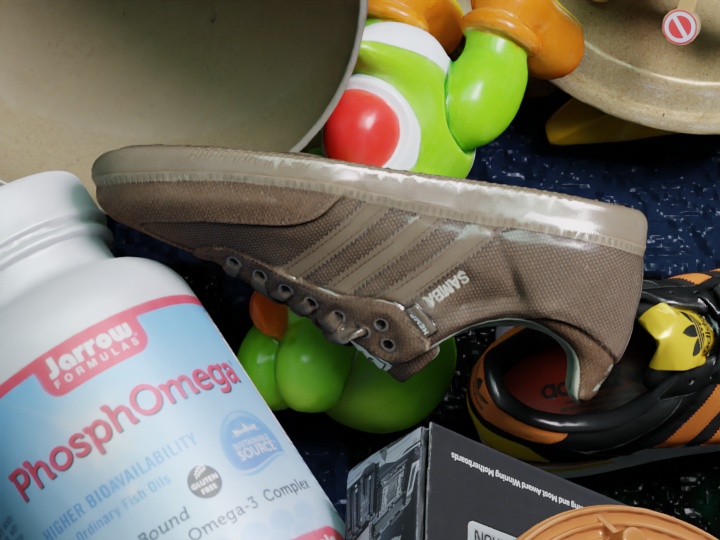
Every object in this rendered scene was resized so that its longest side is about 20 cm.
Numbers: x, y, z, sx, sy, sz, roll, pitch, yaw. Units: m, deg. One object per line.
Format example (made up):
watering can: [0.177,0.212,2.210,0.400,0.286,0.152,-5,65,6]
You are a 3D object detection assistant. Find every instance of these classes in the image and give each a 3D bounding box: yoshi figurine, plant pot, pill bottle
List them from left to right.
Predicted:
pill bottle: [-0.084,0.068,0.972,0.109,0.109,0.200,-29,76,-22]
plant pot: [-0.087,-0.141,1.024,0.200,0.200,0.134,13,34,1]
yoshi figurine: [0.016,-0.020,1.065,0.112,0.112,0.200,29,67,-8]

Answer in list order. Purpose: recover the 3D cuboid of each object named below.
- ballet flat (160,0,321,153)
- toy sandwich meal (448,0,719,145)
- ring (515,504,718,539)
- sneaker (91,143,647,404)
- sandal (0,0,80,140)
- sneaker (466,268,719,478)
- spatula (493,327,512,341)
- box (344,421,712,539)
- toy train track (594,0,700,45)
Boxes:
ballet flat: [-0.093,-0.109,1.127,0.200,0.063,0.069,24,59,8]
toy sandwich meal: [0.124,-0.126,1.163,0.205,0.070,0.205,4,60,-7]
ring: [0.111,0.171,0.902,0.200,0.019,0.201,21,54,-33]
sneaker: [0.000,0.000,0.963,0.200,0.070,0.076,8,91,2]
sandal: [-0.143,-0.008,1.068,0.082,0.050,0.203,11,69,-18]
sneaker: [0.137,0.031,1.022,0.200,0.090,0.070,-15,77,5]
spatula: [0.151,0.047,1.082,0.200,0.021,0.057,15,59,3]
box: [0.083,0.160,0.933,0.200,0.050,0.158,24,52,-30]
toy train track: [0.076,-0.128,1.088,0.200,0.033,0.115,19,19,12]
